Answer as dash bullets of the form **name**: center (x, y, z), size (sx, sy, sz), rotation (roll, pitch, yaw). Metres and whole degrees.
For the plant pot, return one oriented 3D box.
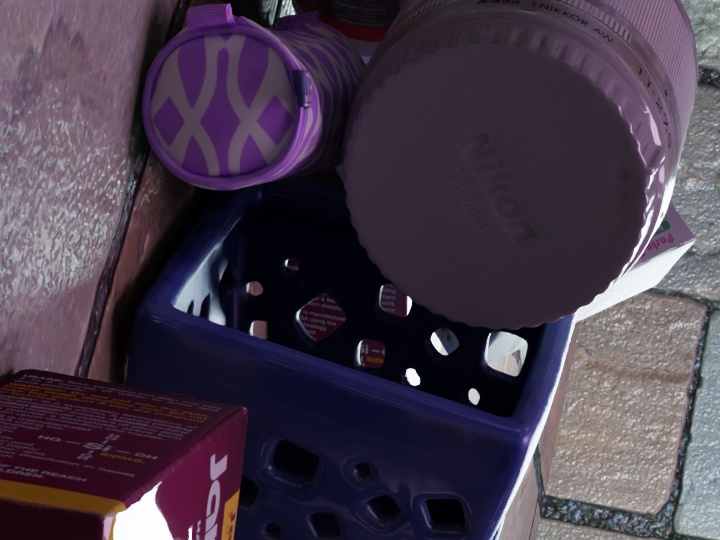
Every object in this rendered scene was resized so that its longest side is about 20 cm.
- **plant pot**: center (-0.010, 0.084, 1.316), size (0.200, 0.199, 0.180), rotation (-60, 164, -63)

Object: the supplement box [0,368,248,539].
- **supplement box**: center (-0.119, 0.123, 0.984), size (0.200, 0.103, 0.131), rotation (-38, 136, -76)

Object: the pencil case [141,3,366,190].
- **pencil case**: center (-0.048, -0.084, 1.266), size (0.200, 0.084, 0.086), rotation (-19, 95, -80)

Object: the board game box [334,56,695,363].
- **board game box**: center (0.070, -0.061, 1.462), size (0.147, 0.200, 0.064), rotation (-23, 163, -30)

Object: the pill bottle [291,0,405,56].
- **pill bottle**: center (0.011, -0.216, 1.362), size (0.200, 0.110, 0.111), rotation (87, 16, -52)

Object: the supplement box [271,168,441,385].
- **supplement box**: center (0.000, 0.000, 1.577), size (0.111, 0.085, 0.200), rotation (-68, 164, -48)

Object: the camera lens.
- **camera lens**: center (0.080, -0.076, 1.290), size (0.200, 0.159, 0.161), rotation (-63, 160, -64)
